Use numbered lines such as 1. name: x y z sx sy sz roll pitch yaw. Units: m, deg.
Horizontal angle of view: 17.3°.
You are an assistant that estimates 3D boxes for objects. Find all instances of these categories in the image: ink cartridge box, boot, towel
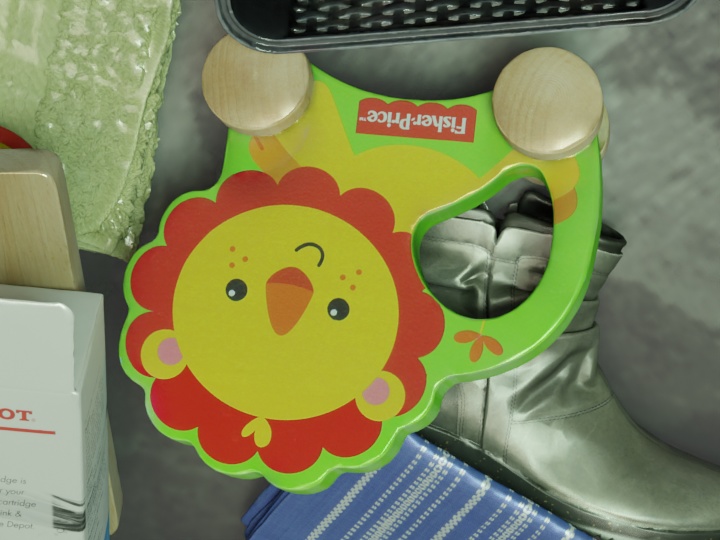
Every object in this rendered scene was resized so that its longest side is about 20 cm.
1. ink cartridge box: -0.167 0.069 0.995 0.116 0.068 0.200 5 128 2
2. boot: 0.095 0.041 1.054 0.199 0.068 0.131 18 106 2
3. towel: -0.151 -0.108 1.043 0.148 0.037 0.201 14 110 1
4. towel: 0.051 0.138 1.079 0.200 0.024 0.145 30 140 -6

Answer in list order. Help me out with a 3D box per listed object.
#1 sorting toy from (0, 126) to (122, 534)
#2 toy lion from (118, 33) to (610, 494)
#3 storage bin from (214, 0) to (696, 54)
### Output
1. sorting toy: -0.212 0.021 1.050 0.198 0.070 0.201 0 126 6
2. toy lion: 0.000 0.000 1.003 0.199 0.069 0.192 4 81 9
3. storage bin: 0.036 -0.174 0.951 0.199 0.094 0.135 -3 133 7
